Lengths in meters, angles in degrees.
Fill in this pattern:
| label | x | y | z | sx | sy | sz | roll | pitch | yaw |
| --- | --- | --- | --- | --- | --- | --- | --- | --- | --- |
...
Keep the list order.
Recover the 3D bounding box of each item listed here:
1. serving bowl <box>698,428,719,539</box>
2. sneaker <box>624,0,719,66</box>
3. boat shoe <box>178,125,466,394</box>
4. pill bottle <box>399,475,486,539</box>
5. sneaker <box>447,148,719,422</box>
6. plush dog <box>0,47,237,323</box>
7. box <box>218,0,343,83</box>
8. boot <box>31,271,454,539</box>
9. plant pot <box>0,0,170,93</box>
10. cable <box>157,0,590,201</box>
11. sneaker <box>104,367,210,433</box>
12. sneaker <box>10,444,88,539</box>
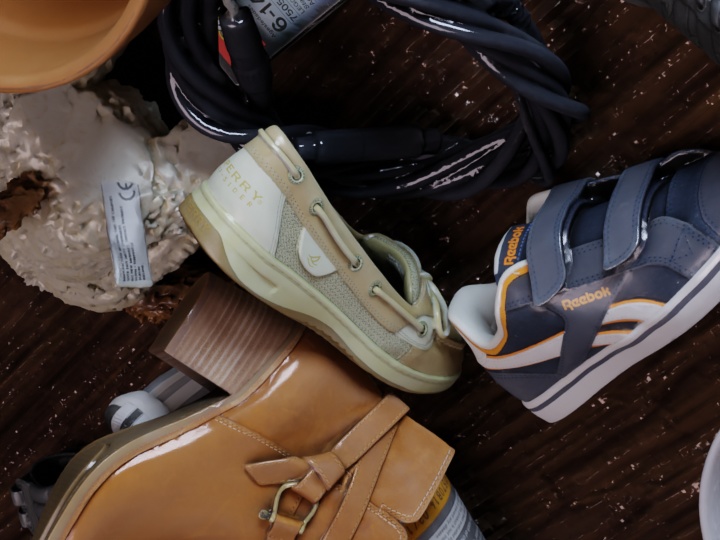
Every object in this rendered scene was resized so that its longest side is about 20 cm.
| label | x | y | z | sx | sy | sz | roll | pitch | yaw |
| --- | --- | --- | --- | --- | --- | --- | --- | --- | --- |
| serving bowl | 0.256 | 0.109 | 0.869 | 0.199 | 0.066 | 0.201 | 15 | 125 | 23 |
| sneaker | 0.162 | -0.105 | 0.770 | 0.200 | 0.060 | 0.104 | 43 | 175 | -5 |
| boat shoe | -0.002 | -0.002 | 0.916 | 0.063 | 0.200 | 0.073 | -46 | 45 | 9 |
| pill bottle | 0.035 | 0.202 | 1.030 | 0.116 | 0.116 | 0.200 | -22 | 104 | 39 |
| sneaker | 0.112 | -0.005 | 0.876 | 0.079 | 0.079 | 0.200 | 37 | 133 | -9 |
| plush dog | -0.141 | -0.036 | 0.992 | 0.200 | 0.161 | 0.172 | 41 | 157 | 6 |
| box | -0.070 | -0.202 | 0.887 | 0.200 | 0.040 | 0.137 | 51 | 132 | -5 |
| boot | -0.061 | 0.120 | 0.920 | 0.154 | 0.074 | 0.200 | 35 | 90 | -12 |
| plant pot | -0.129 | -0.191 | 0.801 | 0.199 | 0.140 | 0.201 | 16 | 125 | 24 |
| cable | 0.007 | -0.082 | 0.867 | 0.163 | 0.051 | 0.200 | -30 | 130 | 35 |
| sneaker | -0.068 | 0.083 | 1.052 | 0.075 | 0.115 | 0.200 | 48 | 168 | 11 |
| sneaker | -0.186 | 0.166 | 1.182 | 0.200 | 0.071 | 0.099 | -30 | 96 | 36 |
